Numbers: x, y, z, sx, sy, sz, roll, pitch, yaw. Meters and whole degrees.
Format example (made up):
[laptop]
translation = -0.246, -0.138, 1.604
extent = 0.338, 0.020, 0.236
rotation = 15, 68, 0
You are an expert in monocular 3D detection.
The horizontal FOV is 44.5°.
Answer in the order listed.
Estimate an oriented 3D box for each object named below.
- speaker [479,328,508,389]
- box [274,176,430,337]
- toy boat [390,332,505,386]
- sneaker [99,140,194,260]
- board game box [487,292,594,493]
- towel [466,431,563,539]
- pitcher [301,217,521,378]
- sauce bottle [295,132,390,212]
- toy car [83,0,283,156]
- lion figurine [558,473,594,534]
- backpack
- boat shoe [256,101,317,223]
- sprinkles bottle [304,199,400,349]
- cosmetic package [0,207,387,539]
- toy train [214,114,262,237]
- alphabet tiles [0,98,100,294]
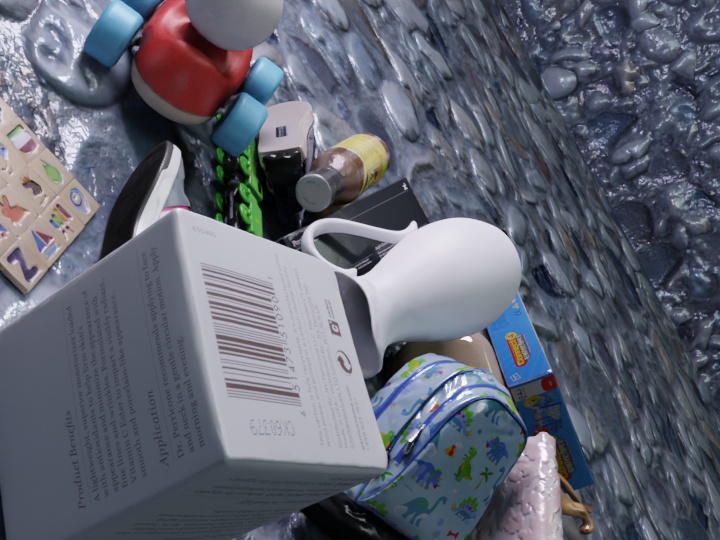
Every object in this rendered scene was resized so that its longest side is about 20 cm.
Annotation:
[speaker]
translation = 0.143, 0.113, 1.194
extent = 0.081, 0.081, 0.201
rotation = 11, 55, -57
[box]
translation = 0.000, 0.000, 0.972
extent = 0.200, 0.079, 0.142
rotation = -29, 93, -41
[toy boat]
translation = 0.115, 0.178, 1.064
extent = 0.131, 0.130, 0.201
rotation = 75, 1, -63
[sneaker]
translation = -0.154, -0.012, 0.769
extent = 0.121, 0.083, 0.201
rotation = 35, 44, -34
[board game box]
translation = 0.223, 0.149, 1.133
extent = 0.200, 0.056, 0.196
rotation = -98, 165, -59
[towel]
translation = 0.107, 0.267, 0.834
extent = 0.032, 0.190, 0.201
rotation = 40, 38, -33
[pitcher]
translation = 0.052, 0.000, 0.898
extent = 0.199, 0.121, 0.172
rotation = -20, 69, -29
[sauce bottle]
translation = -0.021, -0.108, 0.985
extent = 0.065, 0.065, 0.200
rotation = 58, 26, -7
[toy car]
translation = -0.134, -0.257, 0.874
extent = 0.184, 0.200, 0.177
rotation = 35, 34, -17
[lion figurine]
translation = 0.164, 0.266, 0.971
extent = 0.199, 0.072, 0.123
rotation = -26, 94, -25
[backpack]
translation = 0.060, 0.176, 0.823
extent = 0.163, 0.153, 0.200
rotation = 49, 59, -27
[boat shoe]
translation = -0.086, -0.131, 1.048
extent = 0.200, 0.074, 0.093
rotation = -89, 171, -61
[sprinkles bottle]
translation = 0.008, -0.004, 1.076
extent = 0.201, 0.068, 0.068
rotation = 60, 26, -3
[cosmetic package]
translation = -0.121, 0.091, 0.601
extent = 0.165, 0.199, 0.166
rotation = 20, 47, -53
[toy train]
translation = -0.130, -0.104, 0.956
extent = 0.056, 0.042, 0.201
rotation = 54, 21, -46
[alphabet tiles]
translation = -0.294, -0.061, 0.658
extent = 0.167, 0.008, 0.200
rotation = 51, 28, -21
